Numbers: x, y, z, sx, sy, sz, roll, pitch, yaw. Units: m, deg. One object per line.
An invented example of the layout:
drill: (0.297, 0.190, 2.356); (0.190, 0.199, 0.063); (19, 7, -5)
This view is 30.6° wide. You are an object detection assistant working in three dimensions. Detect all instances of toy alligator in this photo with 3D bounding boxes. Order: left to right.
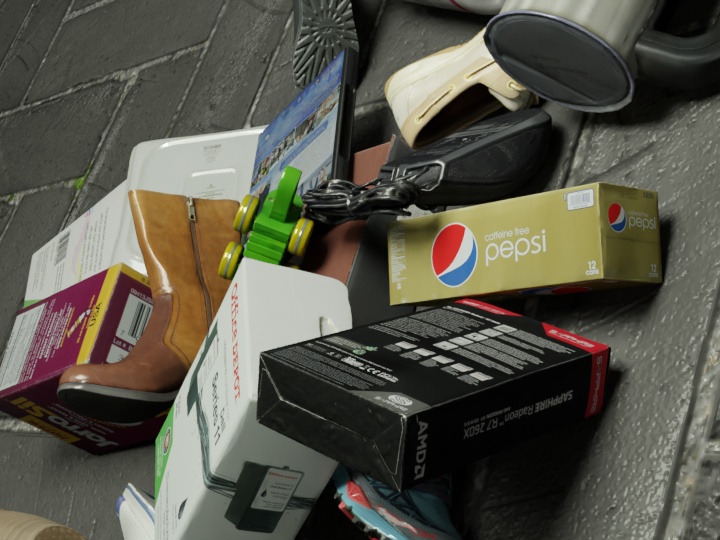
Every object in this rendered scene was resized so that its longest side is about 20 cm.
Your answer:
toy alligator: (-0.081, 0.003, 1.056); (0.054, 0.059, 0.201); (-65, -5, -68)

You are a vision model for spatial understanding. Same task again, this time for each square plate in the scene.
square plate: (-0.141, -0.066, 1.246); (0.198, 0.029, 0.199); (-6, 51, 12)

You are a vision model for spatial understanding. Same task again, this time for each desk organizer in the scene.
desk organizer: (0.000, 0.000, 1.059); (0.077, 0.072, 0.201); (-13, 52, 49)

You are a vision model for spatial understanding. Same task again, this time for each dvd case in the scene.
dvd case: (-0.054, -0.089, 1.144); (0.143, 0.017, 0.201); (-39, 32, 37)

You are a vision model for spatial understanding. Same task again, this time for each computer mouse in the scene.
computer mouse: (0.065, -0.068, 0.992); (0.199, 0.053, 0.138); (-24, 13, -27)

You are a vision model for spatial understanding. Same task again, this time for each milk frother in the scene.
milk frother: (0.185, -0.238, 0.904); (0.180, 0.200, 0.189); (15, 69, 37)

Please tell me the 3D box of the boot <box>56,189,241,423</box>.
boot: (-0.171, 0.021, 1.101); (0.068, 0.187, 0.202); (-39, 56, 56)

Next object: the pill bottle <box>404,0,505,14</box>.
pill bottle: (0.069, -0.298, 1.192); (0.114, 0.113, 0.200); (-57, 33, -4)

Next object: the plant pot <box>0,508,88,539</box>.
plant pot: (-0.257, 0.266, 1.033); (0.092, 0.201, 0.202); (-33, 39, 21)

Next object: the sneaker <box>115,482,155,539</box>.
sneaker: (-0.161, 0.256, 1.027); (0.115, 0.080, 0.199); (-53, 35, -2)

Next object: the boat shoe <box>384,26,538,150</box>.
boat shoe: (0.115, -0.156, 1.060); (0.199, 0.074, 0.070); (-25, 66, 25)

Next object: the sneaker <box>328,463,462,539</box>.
sneaker: (0.026, 0.128, 0.908); (0.096, 0.079, 0.200); (-49, 34, 4)

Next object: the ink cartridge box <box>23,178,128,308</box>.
ink cartridge box: (-0.255, 0.005, 1.357); (0.199, 0.084, 0.146); (-34, 39, 28)

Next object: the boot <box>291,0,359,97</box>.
boot: (-0.049, -0.264, 1.337); (0.200, 0.065, 0.166); (-118, 30, -66)

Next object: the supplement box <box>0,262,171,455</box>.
supplement box: (-0.232, 0.086, 1.204); (0.199, 0.130, 0.104); (-21, 46, 48)

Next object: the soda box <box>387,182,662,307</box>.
soda box: (0.109, -0.014, 0.922); (0.199, 0.067, 0.065); (-8, 81, 47)

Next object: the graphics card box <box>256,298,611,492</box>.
graphics card box: (0.048, 0.070, 0.816); (0.125, 0.199, 0.051); (19, 111, 40)

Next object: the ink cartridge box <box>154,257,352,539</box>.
ink cartridge box: (-0.078, 0.114, 0.934); (0.147, 0.082, 0.201); (-100, 31, -50)
